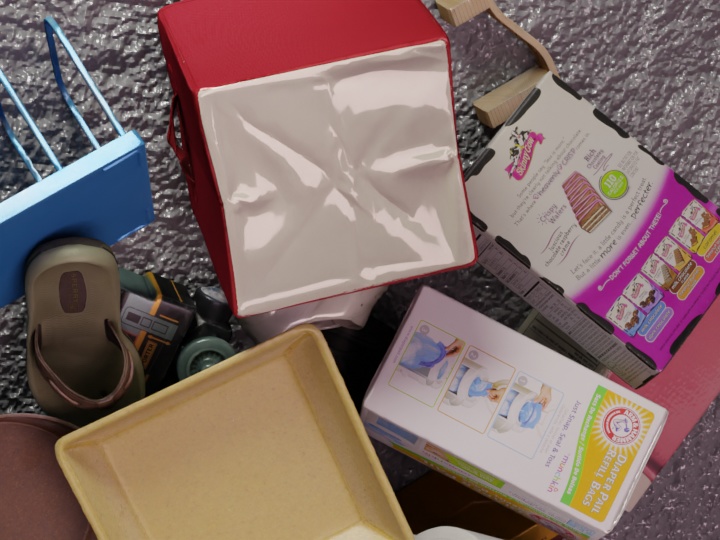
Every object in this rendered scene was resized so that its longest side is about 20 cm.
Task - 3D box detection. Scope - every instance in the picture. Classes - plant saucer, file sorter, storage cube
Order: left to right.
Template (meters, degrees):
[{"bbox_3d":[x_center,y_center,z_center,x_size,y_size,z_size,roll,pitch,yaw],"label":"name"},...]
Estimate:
[{"bbox_3d":[-0.254,-0.055,1.453,0.200,0.123,0.139,-31,164,-12],"label":"file sorter"},{"bbox_3d":[-0.260,0.183,1.542,0.200,0.034,0.201,-14,120,-26],"label":"plant saucer"},{"bbox_3d":[-0.087,0.152,1.546,0.199,0.048,0.201,-25,111,-3],"label":"plant saucer"},{"bbox_3d":[-0.030,-0.095,1.515,0.199,0.180,0.172,-12,116,-7],"label":"storage cube"}]

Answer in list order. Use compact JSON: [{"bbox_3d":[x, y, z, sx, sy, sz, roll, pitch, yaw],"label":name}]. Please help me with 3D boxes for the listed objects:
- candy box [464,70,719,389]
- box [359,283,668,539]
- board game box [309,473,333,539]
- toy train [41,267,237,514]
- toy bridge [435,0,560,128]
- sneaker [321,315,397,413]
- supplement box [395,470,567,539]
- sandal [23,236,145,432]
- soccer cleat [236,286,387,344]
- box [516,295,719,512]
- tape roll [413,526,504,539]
[{"bbox_3d":[0.170,-0.029,1.617,0.200,0.061,0.136,40,68,1],"label":"candy box"},{"bbox_3d":[0.108,0.109,1.608,0.200,0.113,0.102,27,77,4],"label":"box"},{"bbox_3d":[-0.091,0.213,1.657,0.035,0.135,0.201,-4,116,-56],"label":"board game box"},{"bbox_3d":[-0.167,0.093,1.606,0.114,0.085,0.200,23,102,-18],"label":"toy train"},{"bbox_3d":[0.120,-0.133,1.680,0.067,0.027,0.200,-31,121,-13],"label":"toy bridge"},{"bbox_3d":[0.008,0.096,1.694,0.199,0.060,0.104,30,82,-25],"label":"sneaker"},{"bbox_3d":[0.095,0.278,1.774,0.197,0.133,0.200,-30,120,-12],"label":"supplement box"},{"bbox_3d":[-0.189,0.058,1.488,0.080,0.057,0.201,-15,143,-7],"label":"sandal"},{"bbox_3d":[0.000,0.000,1.636,0.200,0.069,0.078,-29,79,-15],"label":"soccer cleat"},{"bbox_3d":[0.208,0.066,1.745,0.109,0.128,0.200,35,93,-32],"label":"box"},{"bbox_3d":[0.097,0.296,1.586,0.139,0.203,0.203,17,102,-30],"label":"tape roll"}]
